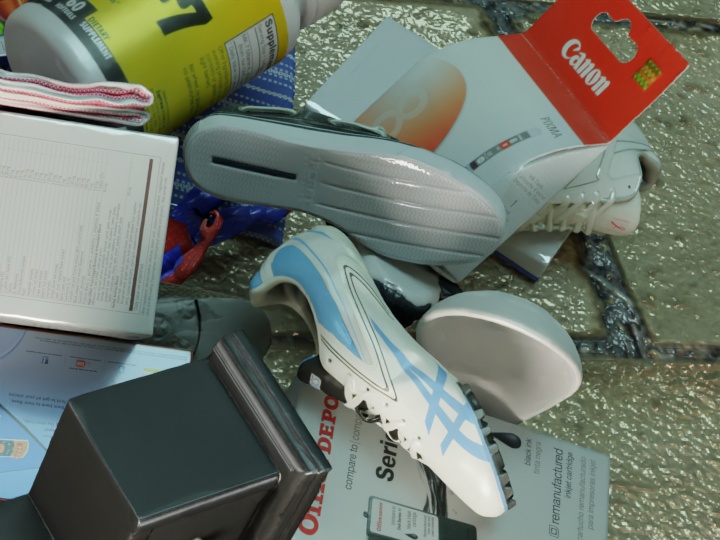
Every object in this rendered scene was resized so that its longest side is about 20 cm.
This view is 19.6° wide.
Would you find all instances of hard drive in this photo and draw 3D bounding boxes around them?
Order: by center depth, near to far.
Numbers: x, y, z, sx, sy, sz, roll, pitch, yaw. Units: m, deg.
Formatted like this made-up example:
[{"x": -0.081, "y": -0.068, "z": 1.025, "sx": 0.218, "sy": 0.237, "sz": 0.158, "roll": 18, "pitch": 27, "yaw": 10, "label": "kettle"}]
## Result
[{"x": 0.070, "y": -0.089, "z": 1.475, "sx": 0.200, "sy": 0.025, "sz": 0.132, "roll": 34, "pitch": 45, "yaw": 5, "label": "hard drive"}]

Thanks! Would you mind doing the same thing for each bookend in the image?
[{"x": -0.145, "y": 0.145, "z": 1.038, "sx": 0.198, "sy": 0.200, "sz": 0.092, "roll": -15, "pitch": 59, "yaw": -36, "label": "bookend"}]

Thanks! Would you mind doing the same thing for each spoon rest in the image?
[{"x": 0.076, "y": 0.064, "z": 1.238, "sx": 0.099, "sy": 0.200, "sz": 0.061, "roll": 20, "pitch": 72, "yaw": 3, "label": "spoon rest"}]

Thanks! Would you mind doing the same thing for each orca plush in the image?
[{"x": 0.000, "y": 0.000, "z": 1.332, "sx": 0.105, "sy": 0.071, "sz": 0.200, "roll": 29, "pitch": 19, "yaw": -27, "label": "orca plush"}]

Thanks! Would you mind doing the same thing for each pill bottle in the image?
[{"x": -0.111, "y": -0.158, "z": 1.296, "sx": 0.200, "sy": 0.114, "sz": 0.114, "roll": -36, "pitch": 71, "yaw": -23, "label": "pill bottle"}]

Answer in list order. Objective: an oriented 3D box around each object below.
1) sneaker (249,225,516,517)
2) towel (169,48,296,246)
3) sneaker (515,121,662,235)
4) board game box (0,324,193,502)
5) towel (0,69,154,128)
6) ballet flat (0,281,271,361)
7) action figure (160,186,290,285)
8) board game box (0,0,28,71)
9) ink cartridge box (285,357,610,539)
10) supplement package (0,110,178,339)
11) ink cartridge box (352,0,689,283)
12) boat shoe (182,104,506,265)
[{"x": 0.013, "y": 0.065, "z": 1.174, "sx": 0.072, "sy": 0.072, "sz": 0.200, "roll": -37, "pitch": 74, "yaw": -10, "label": "sneaker"}, {"x": -0.115, "y": -0.109, "z": 1.410, "sx": 0.144, "sy": 0.024, "sz": 0.200, "roll": 15, "pitch": 48, "yaw": -16, "label": "towel"}, {"x": 0.143, "y": -0.058, "z": 1.413, "sx": 0.099, "sy": 0.078, "sz": 0.200, "roll": 45, "pitch": 48, "yaw": 12, "label": "sneaker"}, {"x": -0.195, "y": 0.082, "z": 1.170, "sx": 0.199, "sy": 0.019, "sz": 0.103, "roll": 9, "pitch": 66, "yaw": -16, "label": "board game box"}, {"x": -0.221, "y": -0.102, "z": 1.182, "sx": 0.146, "sy": 0.200, "sz": 0.030, "roll": 9, "pitch": 87, "yaw": -30, "label": "towel"}, {"x": -0.151, "y": 0.025, "z": 1.239, "sx": 0.199, "sy": 0.046, "sz": 0.068, "roll": 10, "pitch": 86, "yaw": -12, "label": "ballet flat"}, {"x": -0.098, "y": -0.044, "z": 1.292, "sx": 0.200, "sy": 0.099, "sz": 0.065, "roll": -37, "pitch": 71, "yaw": -29, "label": "action figure"}, {"x": -0.190, "y": -0.182, "z": 1.391, "sx": 0.199, "sy": 0.045, "sz": 0.135, "roll": -10, "pitch": 54, "yaw": -20, "label": "board game box"}, {"x": 0.037, "y": 0.153, "z": 1.202, "sx": 0.199, "sy": 0.083, "sz": 0.147, "roll": 18, "pitch": 45, "yaw": -10, "label": "ink cartridge box"}, {"x": -0.209, "y": -0.030, "z": 1.150, "sx": 0.199, "sy": 0.110, "sz": 0.114, "roll": 9, "pitch": 86, "yaw": -10, "label": "supplement package"}, {"x": 0.095, "y": -0.107, "z": 1.333, "sx": 0.050, "sy": 0.200, "sz": 0.162, "roll": 37, "pitch": 14, "yaw": -34, "label": "ink cartridge box"}, {"x": -0.006, "y": -0.064, "z": 1.259, "sx": 0.199, "sy": 0.072, "sz": 0.071, "roll": 18, "pitch": 32, "yaw": 0, "label": "boat shoe"}]
